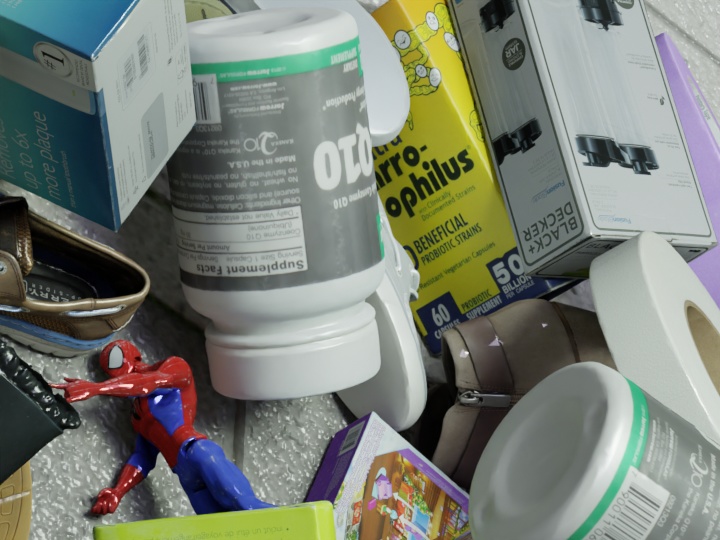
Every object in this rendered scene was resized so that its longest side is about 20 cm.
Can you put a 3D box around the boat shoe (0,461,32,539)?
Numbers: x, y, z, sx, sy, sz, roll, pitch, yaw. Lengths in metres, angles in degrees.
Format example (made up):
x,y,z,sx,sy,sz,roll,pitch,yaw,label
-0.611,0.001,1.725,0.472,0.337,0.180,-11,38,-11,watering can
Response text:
x,y,z,sx,sy,sz,roll,pitch,yaw,label
-0.223,0.065,1.503,0.071,0.069,0.201,-22,104,-30,boat shoe

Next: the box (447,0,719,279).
x,y,z,sx,sy,sz,roll,pitch,yaw,label
0.129,-0.096,1.769,0.116,0.060,0.200,2,65,-43,box

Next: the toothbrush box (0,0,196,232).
x,y,z,sx,sy,sz,roll,pitch,yaw,label
-0.191,-0.128,1.512,0.200,0.147,0.085,26,59,17,toothbrush box

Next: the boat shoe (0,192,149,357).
x,y,z,sx,sy,sz,roll,pitch,yaw,label
-0.201,-0.011,1.563,0.200,0.072,0.072,14,58,-38,boat shoe

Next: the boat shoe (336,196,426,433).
x,y,z,sx,sy,sz,roll,pitch,yaw,label
0.000,0.000,1.755,0.068,0.072,0.200,-9,64,-43,boat shoe

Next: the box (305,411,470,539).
x,y,z,sx,sy,sz,roll,pitch,yaw,label
0.014,0.196,1.670,0.137,0.039,0.200,42,45,-17,box

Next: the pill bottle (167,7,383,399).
x,y,z,sx,sy,sz,roll,pitch,yaw,label
-0.047,-0.038,1.639,0.113,0.113,0.201,-21,109,-47,pill bottle

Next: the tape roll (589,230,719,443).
x,y,z,sx,sy,sz,roll,pitch,yaw,label
0.194,0.072,1.677,0.203,0.037,0.203,53,17,-24,tape roll

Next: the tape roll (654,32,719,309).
x,y,z,sx,sy,sz,roll,pitch,yaw,label
0.213,-0.050,1.908,0.200,0.066,0.200,59,11,-19,tape roll

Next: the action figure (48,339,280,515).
x,y,z,sx,sy,sz,roll,pitch,yaw,label
-0.102,0.115,1.573,0.099,0.065,0.200,-14,53,-33,action figure

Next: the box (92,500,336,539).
x,y,z,sx,sy,sz,roll,pitch,yaw,label
-0.064,0.222,1.495,0.048,0.122,0.201,14,69,-76,box

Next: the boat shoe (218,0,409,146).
x,y,z,sx,sy,sz,roll,pitch,yaw,label
-0.054,-0.144,1.769,0.200,0.070,0.071,44,57,4,boat shoe

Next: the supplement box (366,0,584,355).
x,y,z,sx,sy,sz,roll,pitch,yaw,label
0.065,-0.068,1.819,0.109,0.109,0.200,-22,83,-48,supplement box

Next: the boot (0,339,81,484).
x,y,z,sx,sy,sz,roll,pitch,yaw,label
-0.201,0.117,1.432,0.198,0.073,0.163,44,84,-10,boot

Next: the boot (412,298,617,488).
x,y,z,sx,sy,sz,roll,pitch,yaw,label
0.103,0.109,1.764,0.146,0.070,0.201,-4,109,-20,boot

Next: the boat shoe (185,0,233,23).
x,y,z,sx,sy,sz,roll,pitch,yaw,label
-0.147,-0.107,1.666,0.200,0.068,0.075,-29,109,-48,boat shoe

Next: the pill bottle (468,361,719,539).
x,y,z,sx,sy,sz,roll,pitch,yaw,label
0.161,0.141,1.490,0.200,0.113,0.113,35,47,-24,pill bottle

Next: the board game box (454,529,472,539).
x,y,z,sx,sy,sz,roll,pitch,yaw,label
0.075,0.194,1.581,0.200,0.159,0.097,-29,88,-49,board game box
